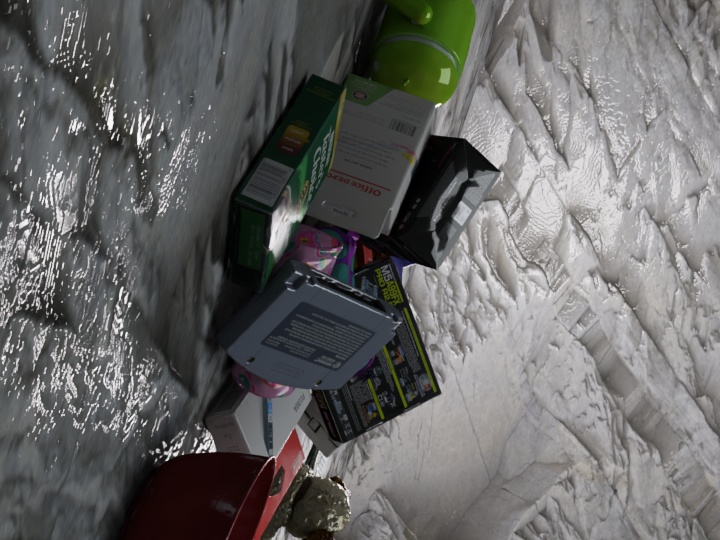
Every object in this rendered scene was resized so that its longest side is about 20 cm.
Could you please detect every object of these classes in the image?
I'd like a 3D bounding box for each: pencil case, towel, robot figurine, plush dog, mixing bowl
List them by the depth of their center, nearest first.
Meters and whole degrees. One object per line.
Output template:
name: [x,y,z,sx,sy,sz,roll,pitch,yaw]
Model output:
mixing bowl: [-0.170,0.258,1.143,0.200,0.108,0.201,21,90,-83]
pencil case: [-0.087,0.042,1.306,0.087,0.087,0.201,-48,157,-73]
pencil case: [-0.033,0.039,1.400,0.085,0.092,0.201,46,23,-43]
robot figurine: [0.079,-0.286,1.450,0.176,0.115,0.201,78,24,-59]
plush dog: [-0.096,0.345,1.738,0.200,0.171,0.161,-60,168,-51]
towel: [-0.089,0.421,2.655,0.200,0.034,0.193,92,20,-69]

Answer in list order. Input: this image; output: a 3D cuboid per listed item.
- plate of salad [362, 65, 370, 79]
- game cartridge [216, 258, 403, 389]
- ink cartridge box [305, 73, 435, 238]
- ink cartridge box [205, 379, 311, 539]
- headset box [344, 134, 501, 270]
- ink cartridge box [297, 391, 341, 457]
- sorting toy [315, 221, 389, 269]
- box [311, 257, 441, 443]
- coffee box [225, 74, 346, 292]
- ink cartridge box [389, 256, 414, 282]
plate of salad: [0.016,-0.202,1.543,0.200,0.048,0.201,21,90,-84]
game cartridge: [-0.055,0.066,1.228,0.133,0.042,0.200,-41,144,17]
ink cartridge box: [0.003,-0.122,1.364,0.067,0.117,0.201,95,16,-63]
ink cartridge box: [-0.107,0.202,1.402,0.200,0.045,0.177,-57,131,-62]
headset box: [0.062,-0.094,1.458,0.149,0.075,0.200,-56,-151,-8]
ink cartridge box: [-0.007,0.181,1.654,0.146,0.084,0.200,-39,173,-19]
sorting toy: [0.000,0.000,1.647,0.200,0.069,0.200,-60,148,-59]
box: [0.002,0.104,1.519,0.160,0.201,0.044,-24,-171,-22]
coffee box: [-0.073,-0.090,1.155,0.123,0.044,0.200,104,9,-48]
ink cartridge box: [0.065,-0.100,1.665,0.200,0.040,0.201,73,17,-59]
